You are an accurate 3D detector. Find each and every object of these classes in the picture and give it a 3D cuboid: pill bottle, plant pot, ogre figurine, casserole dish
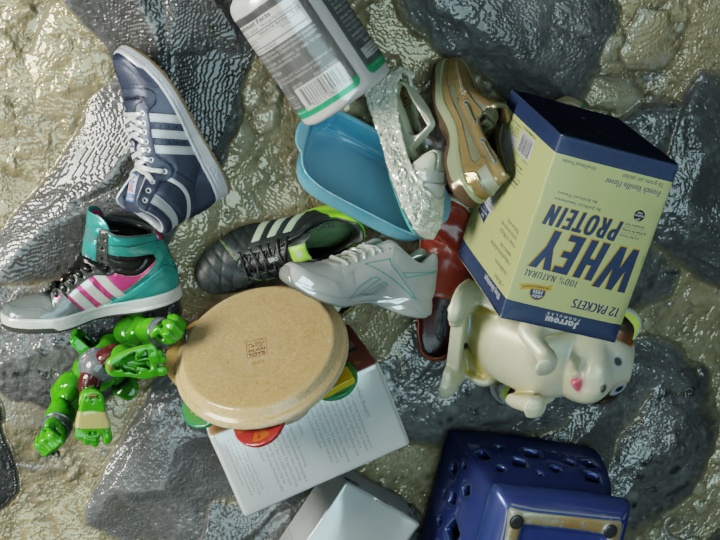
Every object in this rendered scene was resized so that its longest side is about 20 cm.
[{"bbox_3d":[-0.067,-0.265,1.620,0.113,0.113,0.200,-34,101,-2],"label":"pill bottle"},{"bbox_3d":[0.196,0.318,1.795,0.199,0.180,0.201,9,102,-16],"label":"plant pot"},{"bbox_3d":[-0.277,0.110,1.672,0.098,0.120,0.200,26,99,-22],"label":"ogre figurine"},{"bbox_3d":[0.008,-0.101,1.695,0.200,0.121,0.039,26,140,-17],"label":"casserole dish"}]

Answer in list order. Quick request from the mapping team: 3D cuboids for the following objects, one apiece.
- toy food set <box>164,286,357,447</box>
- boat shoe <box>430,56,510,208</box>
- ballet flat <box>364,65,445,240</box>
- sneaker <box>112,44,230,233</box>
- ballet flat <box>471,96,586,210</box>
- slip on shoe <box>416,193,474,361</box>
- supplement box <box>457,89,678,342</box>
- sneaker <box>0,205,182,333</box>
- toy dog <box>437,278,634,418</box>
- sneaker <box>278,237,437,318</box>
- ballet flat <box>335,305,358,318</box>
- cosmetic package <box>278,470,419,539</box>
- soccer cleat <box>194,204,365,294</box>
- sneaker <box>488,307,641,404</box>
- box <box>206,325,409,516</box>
[{"bbox_3d":[-0.107,0.099,1.644,0.199,0.198,0.049,-25,137,-8],"label":"toy food set"},{"bbox_3d":[0.130,-0.161,1.660,0.076,0.201,0.072,-29,142,27],"label":"boat shoe"},{"bbox_3d":[0.057,-0.134,1.664,0.072,0.072,0.201,-17,75,-8],"label":"ballet flat"},{"bbox_3d":[-0.230,-0.134,1.631,0.108,0.070,0.200,-39,113,-21],"label":"sneaker"},{"bbox_3d":[0.187,-0.118,1.747,0.069,0.069,0.200,39,94,-19],"label":"ballet flat"},{"bbox_3d":[0.097,0.012,1.756,0.074,0.061,0.201,8,104,7],"label":"slip on shoe"},{"bbox_3d":[0.214,-0.062,1.630,0.134,0.200,0.200,13,107,-14],"label":"supplement box"},{"bbox_3d":[-0.297,-0.006,1.654,0.199,0.084,0.121,-13,112,-17],"label":"sneaker"},{"bbox_3d":[0.208,0.091,1.721,0.199,0.194,0.140,16,111,18],"label":"toy dog"},{"bbox_3d":[0.000,0.000,1.674,0.200,0.070,0.081,7,104,-35],"label":"sneaker"},{"bbox_3d":[-0.091,0.058,1.730,0.200,0.062,0.068,-28,111,-4],"label":"ballet flat"},{"bbox_3d":[-0.035,0.340,1.809,0.113,0.081,0.200,34,94,-19],"label":"cosmetic package"},{"bbox_3d":[-0.090,-0.024,1.699,0.199,0.081,0.068,-22,108,-6],"label":"soccer cleat"},{"bbox_3d":[0.252,0.110,1.816,0.200,0.076,0.076,-31,107,-5],"label":"sneaker"},{"bbox_3d":[-0.069,0.165,1.716,0.199,0.152,0.107,-24,108,-7],"label":"box"}]
